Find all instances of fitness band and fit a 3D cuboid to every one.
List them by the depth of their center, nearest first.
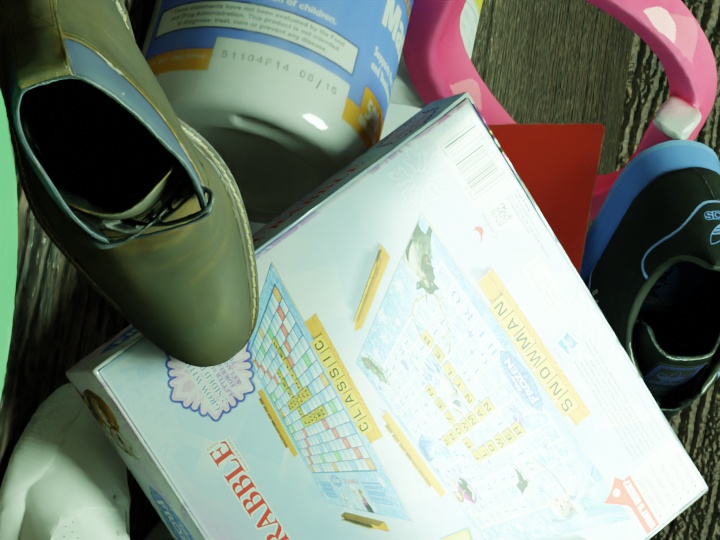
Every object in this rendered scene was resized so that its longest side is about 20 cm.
[{"bbox_3d":[0.086,-0.091,1.139,0.038,0.143,0.200,-53,175,-21],"label":"fitness band"}]

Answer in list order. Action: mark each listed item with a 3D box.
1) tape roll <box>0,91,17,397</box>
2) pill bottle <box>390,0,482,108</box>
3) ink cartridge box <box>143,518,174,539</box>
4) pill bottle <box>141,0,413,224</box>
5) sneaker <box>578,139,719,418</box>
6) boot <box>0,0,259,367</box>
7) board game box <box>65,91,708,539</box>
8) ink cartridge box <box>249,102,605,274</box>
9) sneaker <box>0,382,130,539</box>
[{"bbox_3d":[-0.157,0.020,0.740,0.200,0.048,0.202,8,90,-79],"label":"tape roll"},{"bbox_3d":[0.002,-0.119,1.270,0.112,0.111,0.202,71,29,-66],"label":"pill bottle"},{"bbox_3d":[0.010,0.114,1.204,0.200,0.083,0.147,-49,125,-9],"label":"ink cartridge box"},{"bbox_3d":[-0.029,-0.132,1.105,0.112,0.111,0.201,76,26,-63],"label":"pill bottle"},{"bbox_3d":[0.117,0.041,1.110,0.078,0.070,0.201,-107,-151,-47],"label":"sneaker"},{"bbox_3d":[-0.084,-0.022,0.878,0.097,0.074,0.201,-105,171,-55],"label":"boot"},{"bbox_3d":[0.015,0.066,1.020,0.199,0.201,0.041,-36,-169,-21],"label":"board game box"},{"bbox_3d":[0.000,0.000,1.129,0.057,0.199,0.164,28,68,-49],"label":"ink cartridge box"},{"bbox_3d":[-0.104,0.131,0.976,0.076,0.088,0.201,85,13,-47],"label":"sneaker"}]
